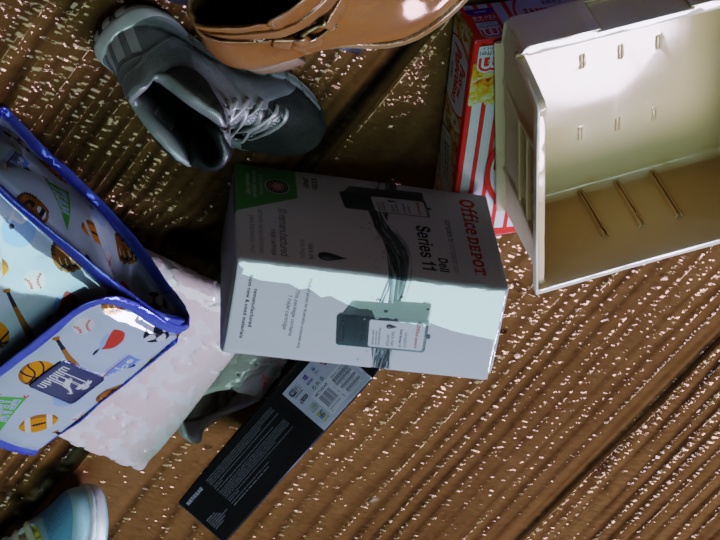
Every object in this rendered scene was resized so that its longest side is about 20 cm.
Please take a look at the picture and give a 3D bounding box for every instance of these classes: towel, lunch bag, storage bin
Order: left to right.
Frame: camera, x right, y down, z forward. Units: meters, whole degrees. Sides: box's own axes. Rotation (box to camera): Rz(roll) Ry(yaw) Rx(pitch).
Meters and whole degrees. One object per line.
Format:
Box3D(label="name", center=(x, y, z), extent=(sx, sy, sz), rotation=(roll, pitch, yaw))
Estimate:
Box3D(label="lunch bag", center=(-0.242, 0.021, 1.372), extent=(0.170, 0.124, 0.200), rotation=(-38, 111, 18))
Box3D(label="towel", center=(-0.205, 0.052, 1.496), extent=(0.200, 0.032, 0.191), rotation=(26, 121, -22))
Box3D(label="storage bin", center=(0.206, -0.107, 1.436), extent=(0.199, 0.094, 0.199), rotation=(-15, 137, -10))

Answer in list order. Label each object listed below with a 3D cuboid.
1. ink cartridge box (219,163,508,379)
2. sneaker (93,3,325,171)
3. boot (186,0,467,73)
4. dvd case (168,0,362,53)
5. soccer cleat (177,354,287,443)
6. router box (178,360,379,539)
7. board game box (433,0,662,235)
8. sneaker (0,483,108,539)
Box3D(label="ink cartridge box", center=(0.000, 0.000, 1.444), extent=(0.199, 0.147, 0.083), rotation=(7, 120, -9))
Box3D(label="sneaker", center=(-0.095, -0.100, 1.364), extent=(0.200, 0.116, 0.075), rotation=(23, 121, -38))
Box3D(label="boot", center=(-0.015, -0.189, 1.274), extent=(0.199, 0.077, 0.155), rotation=(-17, 173, 8))
Box3D(label="dvd case", center=(-0.050, -0.229, 1.329), extent=(0.200, 0.016, 0.149), rotation=(11, 128, -33))
Box3D(label="soccer cleat", center=(-0.078, 0.060, 1.558), extent=(0.200, 0.078, 0.069), rotation=(-41, 135, 18))
Box3D(label="router box", center=(-0.046, 0.107, 1.567), extent=(0.052, 0.157, 0.200), rotation=(41, 114, 0))
Box3D(label="board game box", center=(0.139, -0.119, 1.499), extent=(0.151, 0.046, 0.200), rotation=(-10, 136, -14))
Box3D(label="sneaker", center=(-0.302, 0.251, 1.651), extent=(0.130, 0.080, 0.200), rotation=(12, 126, -34))
